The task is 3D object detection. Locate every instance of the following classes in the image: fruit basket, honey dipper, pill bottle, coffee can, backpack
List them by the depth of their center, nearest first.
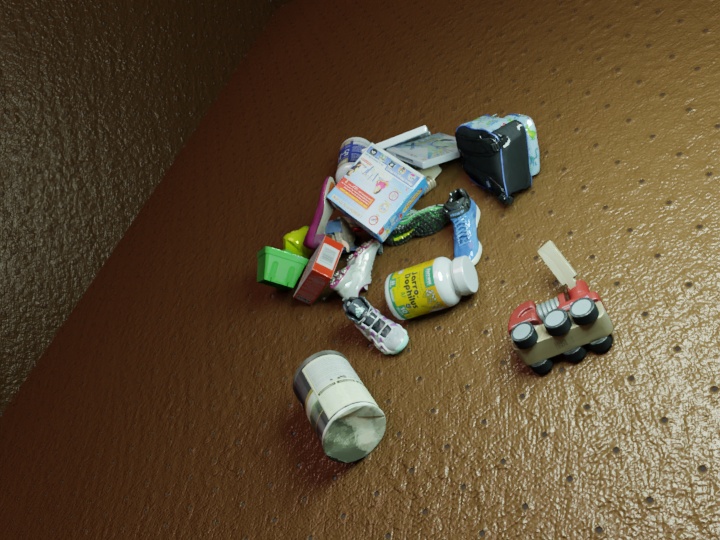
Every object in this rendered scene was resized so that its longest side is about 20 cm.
[{"bbox_3d":[-0.050,0.291,1.256,0.146,0.146,0.200,-45,36,1],"label":"coffee can"},{"bbox_3d":[0.162,0.036,1.314,0.197,0.113,0.114,-19,44,31],"label":"pill bottle"},{"bbox_3d":[0.333,-0.287,1.400,0.145,0.186,0.200,-27,30,-14],"label":"backpack"},{"bbox_3d":[0.128,-0.190,1.577,0.199,0.038,0.038,-40,33,-21],"label":"honey dipper"},{"bbox_3d":[-0.221,-0.050,1.720,0.215,0.153,0.220,-163,90,-74],"label":"fruit basket"},{"bbox_3d":[-0.018,-0.312,1.817,0.118,0.120,0.203,-22,42,29],"label":"pill bottle"}]

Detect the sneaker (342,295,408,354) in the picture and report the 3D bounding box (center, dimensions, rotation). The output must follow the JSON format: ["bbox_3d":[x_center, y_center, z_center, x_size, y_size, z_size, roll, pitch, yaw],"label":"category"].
[{"bbox_3d":[0.018,0.117,1.357,0.078,0.140,0.199,-52,36,-11],"label":"sneaker"}]

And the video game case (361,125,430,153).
[{"bbox_3d":[0.110,-0.376,1.709,0.196,0.023,0.182,-18,4,13],"label":"video game case"}]

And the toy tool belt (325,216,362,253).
[{"bbox_3d":[-0.058,-0.082,1.666,0.198,0.123,0.126,-6,82,45],"label":"toy tool belt"}]

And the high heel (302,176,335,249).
[{"bbox_3d":[-0.120,-0.161,1.613,0.095,0.067,0.205,4,85,35],"label":"high heel"}]

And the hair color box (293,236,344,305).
[{"bbox_3d":[-0.117,0.004,1.590,0.200,0.063,0.113,-47,21,58],"label":"hair color box"}]

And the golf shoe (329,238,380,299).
[{"bbox_3d":[0.000,0.000,1.548,0.201,0.092,0.075,-51,16,-27],"label":"golf shoe"}]

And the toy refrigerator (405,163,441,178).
[{"bbox_3d":[0.131,-0.244,1.645,0.200,0.070,0.076,-47,36,-2],"label":"toy refrigerator"}]

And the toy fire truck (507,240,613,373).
[{"bbox_3d":[0.362,0.062,1.097,0.174,0.129,0.202,-27,28,25],"label":"toy fire truck"}]

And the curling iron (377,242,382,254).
[{"bbox_3d":[0.043,-0.117,1.654,0.050,0.025,0.202,-49,36,29],"label":"curling iron"}]

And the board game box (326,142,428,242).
[{"bbox_3d":[0.044,-0.209,1.531,0.199,0.056,0.197,38,85,29],"label":"board game box"}]

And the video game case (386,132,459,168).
[{"bbox_3d":[0.200,-0.338,1.612,0.197,0.022,0.182,-21,31,-25],"label":"video game case"}]

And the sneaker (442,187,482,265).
[{"bbox_3d":[0.238,-0.107,1.374,0.076,0.111,0.203,-15,46,34],"label":"sneaker"}]

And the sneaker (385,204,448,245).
[{"bbox_3d":[0.145,-0.138,1.525,0.197,0.078,0.086,-16,44,35],"label":"sneaker"}]
